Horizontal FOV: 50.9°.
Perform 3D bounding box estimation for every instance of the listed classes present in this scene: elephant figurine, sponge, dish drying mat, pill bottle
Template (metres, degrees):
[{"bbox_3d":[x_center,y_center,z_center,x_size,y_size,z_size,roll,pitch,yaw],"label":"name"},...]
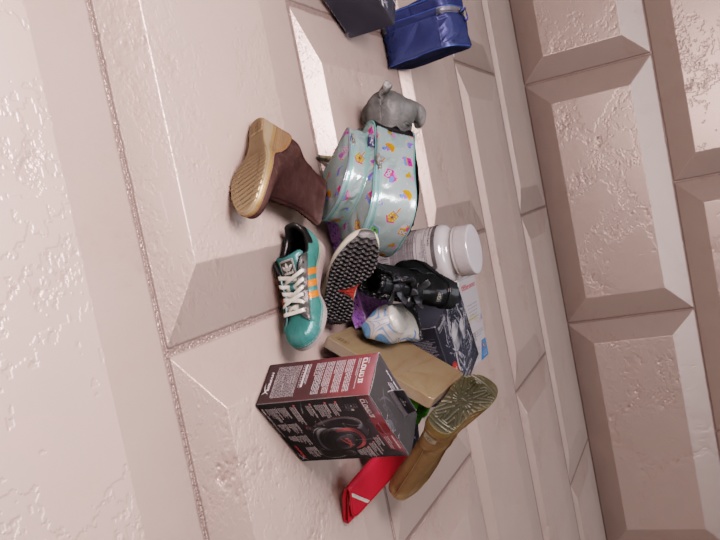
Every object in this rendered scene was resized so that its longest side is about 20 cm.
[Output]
[{"bbox_3d":[0.052,-0.238,1.481,0.155,0.141,0.201,18,80,-31],"label":"elephant figurine"},{"bbox_3d":[0.000,0.000,1.349,0.111,0.030,0.201,0,73,-62],"label":"sponge"},{"bbox_3d":[0.032,0.339,1.276,0.200,0.018,0.077,-32,127,-50],"label":"dish drying mat"},{"bbox_3d":[0.126,-0.025,1.458,0.114,0.199,0.114,33,52,-58],"label":"pill bottle"}]

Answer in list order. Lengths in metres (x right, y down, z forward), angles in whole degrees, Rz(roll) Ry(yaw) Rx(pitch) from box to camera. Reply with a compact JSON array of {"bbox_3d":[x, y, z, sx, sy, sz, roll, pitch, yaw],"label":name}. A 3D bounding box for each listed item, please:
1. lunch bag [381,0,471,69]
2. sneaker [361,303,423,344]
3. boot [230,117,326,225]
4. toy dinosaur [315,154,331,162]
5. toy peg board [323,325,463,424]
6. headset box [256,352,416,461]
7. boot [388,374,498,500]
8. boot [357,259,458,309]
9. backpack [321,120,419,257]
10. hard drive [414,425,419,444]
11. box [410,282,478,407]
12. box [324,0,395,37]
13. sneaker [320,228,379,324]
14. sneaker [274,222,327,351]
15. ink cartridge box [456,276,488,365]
[{"bbox_3d":[0.148,-0.542,1.690,0.136,0.199,0.133,-22,99,-59],"label":"lunch bag"},{"bbox_3d":[0.059,0.094,1.314,0.200,0.072,0.072,18,57,-67],"label":"sneaker"},{"bbox_3d":[-0.108,-0.118,1.126,0.166,0.072,0.201,44,35,-37],"label":"boot"},{"bbox_3d":[-0.012,-0.166,1.402,0.200,0.047,0.088,54,42,-38],"label":"toy dinosaur"},{"bbox_3d":[0.045,0.185,1.278,0.098,0.198,0.200,-66,163,13],"label":"toy peg board"},{"bbox_3d":[-0.021,0.196,1.070,0.149,0.199,0.075,59,33,-37],"label":"headset box"},{"bbox_3d":[0.134,0.278,1.269,0.175,0.066,0.201,-25,148,-38],"label":"boot"},{"bbox_3d":[0.057,0.016,1.302,0.162,0.198,0.074,9,99,-29],"label":"boot"},{"bbox_3d":[0.016,-0.127,1.250,0.152,0.176,0.201,6,57,-24],"label":"backpack"},{"bbox_3d":[0.050,0.275,1.377,0.200,0.042,0.136,17,66,-61],"label":"hard drive"},{"bbox_3d":[0.158,0.153,1.578,0.183,0.104,0.200,69,27,-20],"label":"box"},{"bbox_3d":[-0.012,-0.597,1.464,0.182,0.104,0.201,42,46,-55],"label":"box"},{"bbox_3d":[-0.026,-0.007,1.204,0.094,0.070,0.200,-99,-158,-44],"label":"sneaker"},{"bbox_3d":[-0.097,0.020,1.132,0.080,0.071,0.201,46,34,-49],"label":"sneaker"},{"bbox_3d":[0.226,0.116,1.758,0.144,0.084,0.201,-16,97,-65],"label":"ink cartridge box"}]
